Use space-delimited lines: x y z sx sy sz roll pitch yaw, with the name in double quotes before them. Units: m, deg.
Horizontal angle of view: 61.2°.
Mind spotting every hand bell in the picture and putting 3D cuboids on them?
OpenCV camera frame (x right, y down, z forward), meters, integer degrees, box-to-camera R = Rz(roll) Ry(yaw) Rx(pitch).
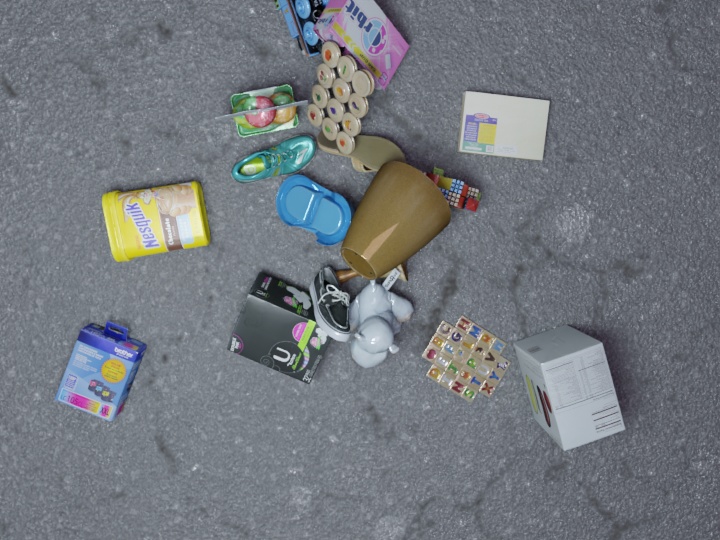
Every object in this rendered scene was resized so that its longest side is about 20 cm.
"hand bell" 0.000 0.000 1.375 0.197 0.104 0.106 -16 98 11

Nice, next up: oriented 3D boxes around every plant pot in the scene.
"plant pot" 0.055 -0.084 1.238 0.186 0.186 0.201 43 68 -8

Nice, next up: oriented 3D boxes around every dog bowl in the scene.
"dog bowl" -0.092 -0.130 1.314 0.198 0.049 0.113 29 105 24

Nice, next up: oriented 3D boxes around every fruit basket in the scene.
"fruit basket" -0.198 -0.335 1.249 0.182 0.200 0.095 -11 99 -2

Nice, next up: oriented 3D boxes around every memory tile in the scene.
"memory tile" -0.046 -0.351 1.255 0.017 0.201 0.153 -30 66 -36

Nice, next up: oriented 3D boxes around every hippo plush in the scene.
"hippo plush" 0.048 0.121 1.310 0.157 0.162 0.201 13 131 -19

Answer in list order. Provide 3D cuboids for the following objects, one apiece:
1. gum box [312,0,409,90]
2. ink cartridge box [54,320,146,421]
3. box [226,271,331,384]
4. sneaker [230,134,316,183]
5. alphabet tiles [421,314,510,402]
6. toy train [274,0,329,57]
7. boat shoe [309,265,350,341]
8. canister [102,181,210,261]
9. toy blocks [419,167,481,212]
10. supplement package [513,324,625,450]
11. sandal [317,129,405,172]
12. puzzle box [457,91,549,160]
"gum box" 0.008 -0.478 1.263 0.199 0.066 0.115 35 82 -43
"ink cartridge box" -0.567 0.209 1.349 0.135 0.076 0.203 22 93 -7
"box" -0.167 0.124 1.329 0.198 0.125 0.150 24 111 -6
"sneaker" -0.187 -0.236 1.322 0.197 0.080 0.079 -23 98 -2
"alphabet tiles" 0.252 0.211 1.446 0.198 0.006 0.168 31 94 -7
"toy train" -0.116 -0.546 1.273 0.086 0.114 0.203 -29 107 -31
"boat shoe" -0.056 0.064 1.288 0.073 0.200 0.069 17 119 -24
"canister" -0.436 -0.109 1.316 0.196 0.087 0.151 -10 98 -5
"toy blocks" 0.182 -0.173 1.329 0.197 0.137 0.102 16 95 -7
"supplement package" 0.463 0.256 1.375 0.145 0.191 0.203 -18 97 -1
"sandal" 0.006 -0.253 1.348 0.209 0.070 0.078 21 72 14
"puzzle box" 0.322 -0.326 1.378 0.196 0.025 0.136 6 97 -5
